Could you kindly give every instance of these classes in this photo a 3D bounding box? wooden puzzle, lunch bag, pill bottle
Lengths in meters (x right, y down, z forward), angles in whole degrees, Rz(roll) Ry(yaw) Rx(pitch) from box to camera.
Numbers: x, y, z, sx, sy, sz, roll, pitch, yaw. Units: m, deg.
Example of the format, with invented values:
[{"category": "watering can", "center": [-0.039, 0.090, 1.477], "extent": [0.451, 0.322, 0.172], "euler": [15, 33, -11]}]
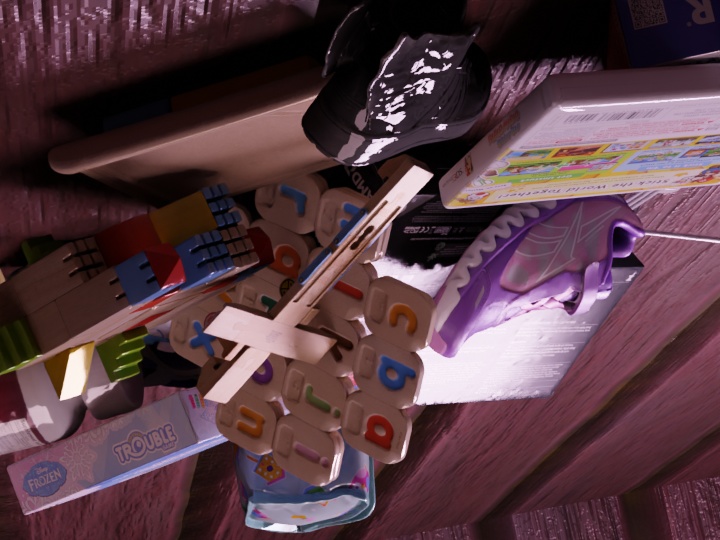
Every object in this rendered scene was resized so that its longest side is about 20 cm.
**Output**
[{"category": "wooden puzzle", "center": [-0.065, -0.082, 1.295], "extent": [0.184, 0.037, 0.200], "euler": [-15, 171, 16]}, {"category": "lunch bag", "center": [-0.050, 0.128, 1.848], "extent": [0.121, 0.172, 0.200], "euler": [-3, 166, -3]}, {"category": "pill bottle", "center": [-0.265, 0.079, 1.599], "extent": [0.199, 0.110, 0.110], "euler": [-14, 166, 7]}]

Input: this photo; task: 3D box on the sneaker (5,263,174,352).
[{"category": "sneaker", "center": [-0.146, 0.011, 1.519], "extent": [0.199, 0.075, 0.087], "euler": [-5, 159, -26]}]

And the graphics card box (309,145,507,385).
[{"category": "graphics card box", "center": [0.000, 0.000, 1.475], "extent": [0.125, 0.051, 0.200], "euler": [-2, 140, -43]}]

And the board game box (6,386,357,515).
[{"category": "board game box", "center": [-0.125, 0.113, 1.631], "extent": [0.199, 0.044, 0.198], "euler": [-24, 174, 40]}]

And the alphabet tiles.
[{"category": "alphabet tiles", "center": [-0.039, 0.034, 1.423], "extent": [0.195, 0.201, 0.015], "euler": [25, -155, 28]}]

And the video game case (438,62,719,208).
[{"category": "video game case", "center": [0.168, -0.081, 1.304], "extent": [0.199, 0.023, 0.182], "euler": [-6, 165, -20]}]

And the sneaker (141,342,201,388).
[{"category": "sneaker", "center": [-0.129, 0.047, 1.680], "extent": [0.115, 0.081, 0.199], "euler": [-4, 171, -44]}]

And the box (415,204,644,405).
[{"category": "box", "center": [0.093, 0.023, 1.626], "extent": [0.199, 0.079, 0.141], "euler": [1, 135, -45]}]

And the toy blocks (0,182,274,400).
[{"category": "toy blocks", "center": [-0.125, -0.002, 1.332], "extent": [0.136, 0.100, 0.200], "euler": [-28, 175, 32]}]

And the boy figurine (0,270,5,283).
[{"category": "boy figurine", "center": [-0.304, 0.040, 1.480], "extent": [0.199, 0.065, 0.124], "euler": [-30, 176, 28]}]

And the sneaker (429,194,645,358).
[{"category": "sneaker", "center": [0.121, -0.001, 1.472], "extent": [0.200, 0.088, 0.081], "euler": [-42, 173, -34]}]

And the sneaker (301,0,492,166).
[{"category": "sneaker", "center": [0.034, -0.115, 1.155], "extent": [0.200, 0.060, 0.104], "euler": [-30, 158, -54]}]

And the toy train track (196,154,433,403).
[{"category": "toy train track", "center": [-0.034, 0.000, 1.351], "extent": [0.200, 0.033, 0.114], "euler": [-47, 146, 17]}]

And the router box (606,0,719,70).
[{"category": "router box", "center": [0.249, -0.134, 1.308], "extent": [0.199, 0.049, 0.180], "euler": [-12, 166, 2]}]

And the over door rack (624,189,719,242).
[{"category": "over door rack", "center": [0.267, -0.057, 1.558], "extent": [0.199, 0.067, 0.148], "euler": [18, 155, -21]}]
